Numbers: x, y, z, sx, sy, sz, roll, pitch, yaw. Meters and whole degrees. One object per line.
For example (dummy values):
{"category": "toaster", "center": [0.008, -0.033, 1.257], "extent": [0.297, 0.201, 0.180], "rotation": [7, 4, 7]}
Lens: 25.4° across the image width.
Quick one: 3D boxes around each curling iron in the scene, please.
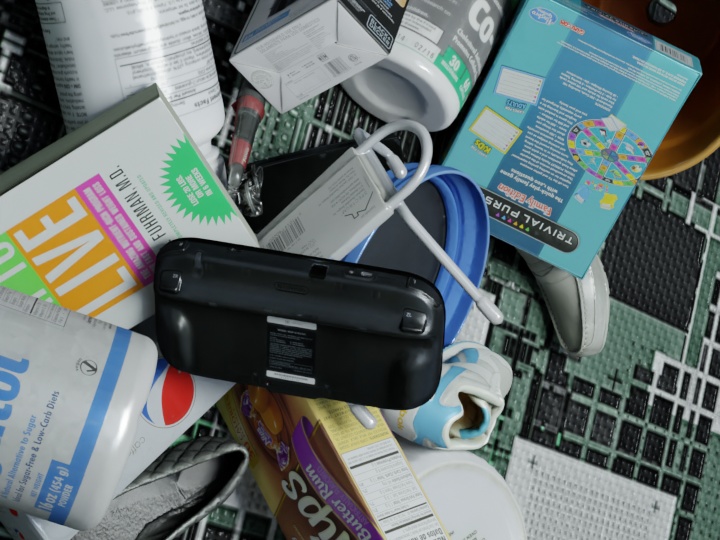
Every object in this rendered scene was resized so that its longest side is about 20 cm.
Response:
{"category": "curling iron", "center": [-0.083, -0.110, 1.178], "extent": [0.200, 0.025, 0.050], "rotation": [-91, 180, -46]}

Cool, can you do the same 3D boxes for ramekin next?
{"category": "ramekin", "center": [0.046, 0.227, 1.278], "extent": [0.202, 0.094, 0.203], "rotation": [2, 87, -37]}

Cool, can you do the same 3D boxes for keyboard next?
{"category": "keyboard", "center": [-0.036, -0.046, 1.261], "extent": [0.200, 0.040, 0.105], "rotation": [-16, 101, -47]}

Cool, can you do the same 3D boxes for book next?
{"category": "book", "center": [-0.187, -0.018, 1.079], "extent": [0.200, 0.048, 0.134], "rotation": [-31, 116, 3]}

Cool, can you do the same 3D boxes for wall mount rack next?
{"category": "wall mount rack", "center": [0.000, 0.000, 1.107], "extent": [0.200, 0.174, 0.075], "rotation": [-41, 139, 15]}

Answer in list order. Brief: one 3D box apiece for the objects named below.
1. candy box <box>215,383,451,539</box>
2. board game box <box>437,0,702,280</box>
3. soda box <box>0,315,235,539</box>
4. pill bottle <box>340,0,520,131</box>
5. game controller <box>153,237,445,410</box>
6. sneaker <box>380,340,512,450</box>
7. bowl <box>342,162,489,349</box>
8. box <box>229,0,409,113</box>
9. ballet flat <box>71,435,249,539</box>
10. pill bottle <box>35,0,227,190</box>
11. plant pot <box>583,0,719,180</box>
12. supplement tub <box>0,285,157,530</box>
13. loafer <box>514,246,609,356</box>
{"category": "candy box", "center": [-0.023, 0.145, 1.162], "extent": [0.056, 0.117, 0.200], "rotation": [-13, 64, -35]}
{"category": "board game box", "center": [0.161, -0.114, 1.299], "extent": [0.151, 0.047, 0.200], "rotation": [26, 115, -3]}
{"category": "soda box", "center": [-0.176, 0.107, 1.133], "extent": [0.200, 0.064, 0.068], "rotation": [-43, 113, -29]}
{"category": "pill bottle", "center": [0.068, -0.222, 1.298], "extent": [0.113, 0.113, 0.200], "rotation": [41, 66, -29]}
{"category": "game controller", "center": [-0.043, 0.037, 1.061], "extent": [0.042, 0.199, 0.105], "rotation": [-67, 163, -49]}
{"category": "sneaker", "center": [0.079, 0.107, 1.284], "extent": [0.200, 0.081, 0.077], "rotation": [-6, 121, -61]}
{"category": "bowl", "center": [0.028, 0.010, 1.255], "extent": [0.200, 0.039, 0.201], "rotation": [-35, 137, -39]}
{"category": "box", "center": [-0.014, -0.222, 1.199], "extent": [0.060, 0.116, 0.200], "rotation": [44, 45, -26]}
{"category": "ballet flat", "center": [-0.162, 0.178, 1.140], "extent": [0.200, 0.057, 0.067], "rotation": [-39, 94, -33]}
{"category": "pill bottle", "center": [-0.158, -0.140, 1.118], "extent": [0.113, 0.113, 0.201], "rotation": [-22, 110, -36]}
{"category": "plant pot", "center": [0.247, -0.204, 1.383], "extent": [0.201, 0.200, 0.183], "rotation": [65, 27, -16]}
{"category": "supplement tub", "center": [-0.239, 0.074, 1.003], "extent": [0.199, 0.132, 0.132], "rotation": [19, 76, -9]}
{"category": "loafer", "center": [0.166, -0.019, 1.399], "extent": [0.070, 0.070, 0.201], "rotation": [-14, 89, -32]}
